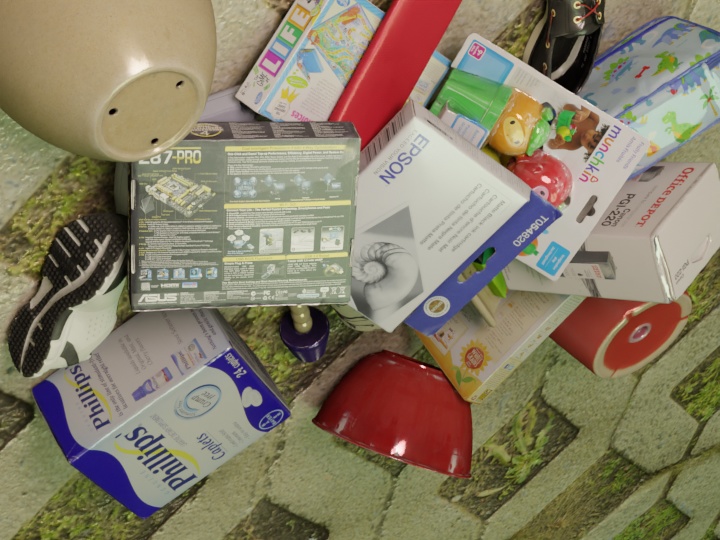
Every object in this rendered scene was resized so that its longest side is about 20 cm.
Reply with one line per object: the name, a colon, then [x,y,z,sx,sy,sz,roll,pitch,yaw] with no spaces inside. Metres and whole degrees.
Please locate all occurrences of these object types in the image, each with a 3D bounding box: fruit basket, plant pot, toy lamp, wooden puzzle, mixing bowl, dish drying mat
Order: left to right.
plant pot: [-0.189,-0.162,1.184,0.199,0.135,0.201,-24,145,-18]
toy lamp: [-0.067,0.030,1.620,0.058,0.058,0.201,-27,145,-13]
dish drying mat: [0.034,-0.197,1.387,0.077,0.018,0.201,14,110,-51]
mixing bowl: [0.053,0.159,1.801,0.200,0.199,0.109,21,89,-53]
wooden puzzle: [0.153,-0.060,1.632,0.201,0.037,0.185,-67,150,-16]
fruit basket: [0.145,-0.102,1.472,0.186,0.199,0.094,-58,175,34]
plant pot: [0.283,0.017,1.817,0.200,0.178,0.201,-24,145,-18]

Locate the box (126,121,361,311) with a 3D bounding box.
box: [-0.103,-0.047,1.340,0.199,0.049,0.162,-2,117,-12]

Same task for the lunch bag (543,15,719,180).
lunch bag: [0.284,-0.178,1.592,0.199,0.161,0.083,-33,117,-2]

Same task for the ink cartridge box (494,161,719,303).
ink cartridge box: [0.255,-0.043,1.569,0.146,0.199,0.085,-44,127,-37]

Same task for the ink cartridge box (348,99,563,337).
ink cartridge box: [0.058,-0.033,1.444,0.199,0.041,0.200,33,117,-25]

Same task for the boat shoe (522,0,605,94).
boat shoe: [0.214,-0.257,1.512,0.073,0.063,0.202,-16,141,-25]

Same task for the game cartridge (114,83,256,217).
game cartridge: [-0.160,-0.076,1.415,0.133,0.041,0.201,-25,146,-24]

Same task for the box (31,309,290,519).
box: [-0.201,0.137,1.582,0.199,0.105,0.184,-35,147,-1]

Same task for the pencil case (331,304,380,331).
pencil case: [0.000,0.000,1.587,0.089,0.078,0.200,-24,160,1]

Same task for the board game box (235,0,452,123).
board game box: [-0.010,-0.175,1.401,0.135,0.034,0.200,-57,145,6]

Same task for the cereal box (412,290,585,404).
cereal box: [0.156,0.033,1.750,0.200,0.144,0.039,-46,146,16]

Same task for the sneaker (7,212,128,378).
sneaker: [-0.254,0.018,1.424,0.080,0.074,0.200,-6,145,-48]
